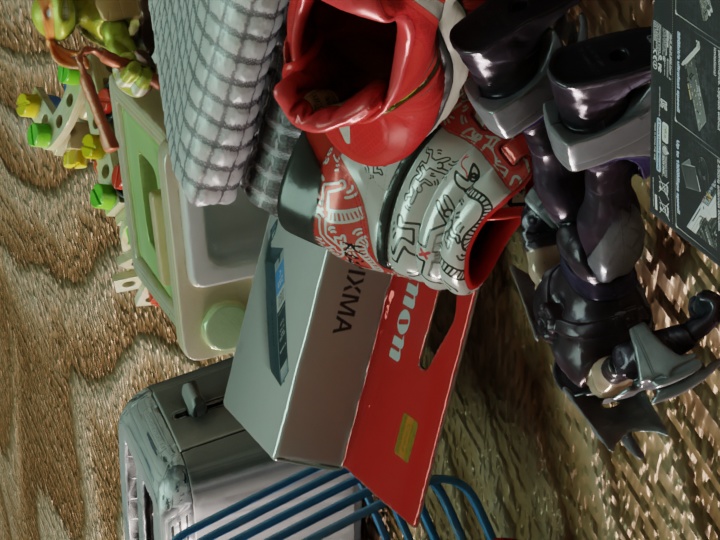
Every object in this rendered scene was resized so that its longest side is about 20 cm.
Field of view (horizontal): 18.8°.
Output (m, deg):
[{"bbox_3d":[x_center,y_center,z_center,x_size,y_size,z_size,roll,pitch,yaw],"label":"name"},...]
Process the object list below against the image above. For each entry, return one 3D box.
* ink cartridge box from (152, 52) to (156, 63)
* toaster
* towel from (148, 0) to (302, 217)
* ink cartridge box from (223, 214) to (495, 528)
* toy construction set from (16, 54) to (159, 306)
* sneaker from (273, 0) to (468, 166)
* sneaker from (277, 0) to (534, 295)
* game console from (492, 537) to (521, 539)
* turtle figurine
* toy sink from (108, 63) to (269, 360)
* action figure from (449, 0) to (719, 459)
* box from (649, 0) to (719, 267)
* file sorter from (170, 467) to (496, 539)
[{"bbox_3d":[-0.122,-0.214,1.408,0.162,0.050,0.201,154,111,-72],"label":"ink cartridge box"},{"bbox_3d":[-0.071,0.141,1.309,0.114,0.129,0.201,-121,25,-46],"label":"toaster"},{"bbox_3d":[-0.048,-0.147,1.049,0.200,0.085,0.166,-105,24,-50],"label":"towel"},{"bbox_3d":[0.000,0.000,1.048,0.176,0.045,0.201,-146,69,-65],"label":"ink cartridge box"},{"bbox_3d":[-0.179,-0.072,1.581,0.131,0.092,0.201,-39,71,43],"label":"toy construction set"},{"bbox_3d":[-0.005,-0.084,0.825,0.077,0.085,0.200,27,159,9],"label":"sneaker"},{"bbox_3d":[0.045,-0.091,0.941,0.108,0.067,0.202,24,101,22],"label":"sneaker"},{"bbox_3d":[0.018,0.225,1.003,0.031,0.199,0.178,-170,69,-72],"label":"game console"},{"bbox_3d":[-0.116,-0.147,1.223,0.065,0.161,0.201,101,150,-52],"label":"turtle figurine"},{"bbox_3d":[-0.065,-0.033,1.226,0.200,0.112,0.131,-135,36,-59],"label":"toy sink"},{"bbox_3d":[0.092,-0.014,0.837,0.130,0.069,0.201,50,161,43],"label":"action figure"},{"bbox_3d":[0.144,-0.082,0.654,0.158,0.050,0.201,-133,35,-58],"label":"box"},{"bbox_3d":[-0.010,0.177,1.120,0.123,0.138,0.200,66,163,-5],"label":"file sorter"}]
